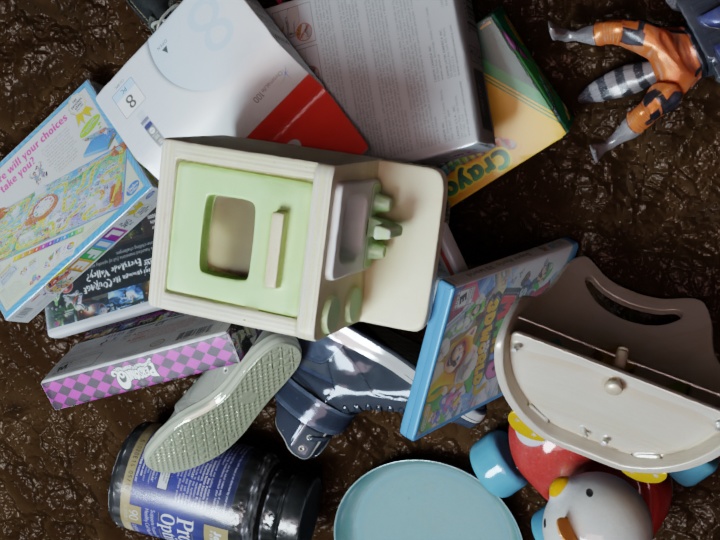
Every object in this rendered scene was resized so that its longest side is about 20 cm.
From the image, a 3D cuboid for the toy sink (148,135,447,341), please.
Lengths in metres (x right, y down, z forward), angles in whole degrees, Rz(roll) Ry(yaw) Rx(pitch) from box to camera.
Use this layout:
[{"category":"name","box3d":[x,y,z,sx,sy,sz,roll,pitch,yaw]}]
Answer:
[{"category":"toy sink","box3d":[-0.048,-0.025,0.888,0.198,0.112,0.132,11,101,19]}]

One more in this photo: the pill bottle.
[{"category":"pill bottle","box3d":[-0.145,0.228,1.190,0.198,0.112,0.113,12,113,12]}]

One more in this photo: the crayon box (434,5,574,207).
[{"category":"crayon box","box3d":[0.071,-0.123,1.023,0.199,0.058,0.119,-32,98,24]}]

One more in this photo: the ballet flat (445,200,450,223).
[{"category":"ballet flat","box3d":[-0.019,-0.050,1.013,0.198,0.072,0.073,14,114,16]}]

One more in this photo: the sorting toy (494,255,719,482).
[{"category":"sorting toy","box3d":[0.221,0.066,0.988,0.198,0.181,0.107,21,137,9]}]

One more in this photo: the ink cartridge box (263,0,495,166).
[{"category":"ink cartridge box","box3d":[0.003,-0.159,0.974,0.198,0.057,0.165,-13,83,29]}]

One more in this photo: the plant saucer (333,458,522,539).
[{"category":"plant saucer","box3d":[0.071,0.277,1.192,0.198,0.027,0.202,5,111,14]}]

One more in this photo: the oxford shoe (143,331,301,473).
[{"category":"oxford shoe","box3d":[-0.134,0.120,1.119,0.200,0.058,0.075,-46,137,16]}]

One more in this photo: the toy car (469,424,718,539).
[{"category":"toy car","box3d":[0.198,0.199,1.029,0.184,0.200,0.177,-40,96,25]}]

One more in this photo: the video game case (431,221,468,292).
[{"category":"video game case","box3d":[0.000,0.000,1.006,0.198,0.018,0.143,4,149,25]}]

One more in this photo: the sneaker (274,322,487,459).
[{"category":"sneaker","box3d":[0.010,0.133,1.119,0.201,0.077,0.147,29,104,15]}]

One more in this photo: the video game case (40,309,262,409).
[{"category":"video game case","box3d":[-0.173,0.054,1.094,0.198,0.182,0.036,-16,109,20]}]

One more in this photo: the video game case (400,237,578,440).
[{"category":"video game case","box3d":[0.114,0.055,1.006,0.018,0.199,0.145,28,118,31]}]

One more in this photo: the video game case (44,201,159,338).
[{"category":"video game case","box3d":[-0.226,-0.046,1.117,0.198,0.023,0.184,-15,78,21]}]

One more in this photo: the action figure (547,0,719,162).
[{"category":"action figure","box3d":[0.253,-0.203,0.941,0.192,0.104,0.202,-20,77,15]}]

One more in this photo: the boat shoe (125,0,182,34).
[{"category":"boat shoe","box3d":[-0.155,-0.222,1.049,0.200,0.068,0.072,46,115,-2]}]

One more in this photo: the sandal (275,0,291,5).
[{"category":"sandal","box3d":[-0.048,-0.255,1.015,0.074,0.045,0.202,-8,108,17]}]

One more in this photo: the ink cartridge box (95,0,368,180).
[{"category":"ink cartridge box","box3d":[-0.111,-0.125,0.971,0.160,0.047,0.201,-42,70,15]}]

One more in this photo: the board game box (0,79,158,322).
[{"category":"board game box","box3d":[-0.290,-0.065,1.115,0.199,0.034,0.135,-39,71,15]}]
